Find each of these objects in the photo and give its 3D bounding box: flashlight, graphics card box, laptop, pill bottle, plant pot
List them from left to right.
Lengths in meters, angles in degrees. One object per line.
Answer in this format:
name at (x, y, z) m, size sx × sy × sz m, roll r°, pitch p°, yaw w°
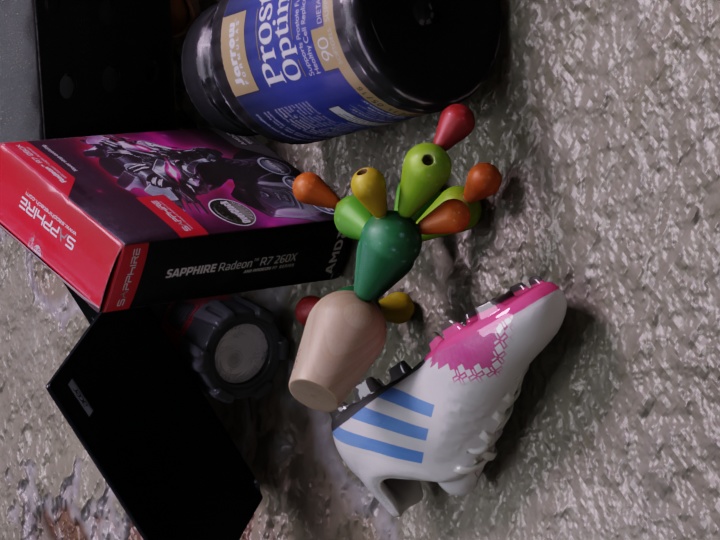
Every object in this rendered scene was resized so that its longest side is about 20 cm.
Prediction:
plant pot at (-0.228, -0.128, 1.502) m, size 0.177 × 0.199 × 0.201 m, roll 4°, pitch 102°, yaw 32°
laptop at (-0.151, 0.098, 1.476) m, size 0.200 × 0.103 × 0.178 m, roll 13°, pitch 136°, yaw 60°
graphics card box at (-0.112, -0.034, 1.405) m, size 0.125 × 0.200 × 0.051 m, roll 37°, pitch 118°, yaw 35°
flashlight at (-0.122, 0.032, 1.559) m, size 0.200 × 0.068 × 0.068 m, roll 23°, pitch 119°, yaw 58°
pill bottle at (-0.018, -0.134, 1.363) m, size 0.200 × 0.112 × 0.112 m, roll -10°, pitch 82°, yaw 54°

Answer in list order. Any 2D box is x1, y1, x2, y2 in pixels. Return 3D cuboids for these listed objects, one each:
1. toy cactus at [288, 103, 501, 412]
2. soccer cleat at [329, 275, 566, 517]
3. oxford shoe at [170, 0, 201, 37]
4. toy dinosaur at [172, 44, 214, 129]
toy cactus at (0.000, 0.000, 1.318) m, size 0.200 × 0.102 × 0.165 m, roll -43°, pitch 17°, yaw 57°
soccer cleat at (0.061, 0.074, 1.304) m, size 0.200 × 0.070 × 0.086 m, roll -38°, pitch 81°, yaw 47°
oxford shoe at (-0.174, -0.178, 1.601) m, size 0.200 × 0.071 × 0.071 m, roll 2°, pitch 125°, yaw 58°
toy dinosaur at (-0.104, -0.107, 1.544) m, size 0.088 × 0.047 × 0.201 m, roll 19°, pitch 106°, yaw 38°
